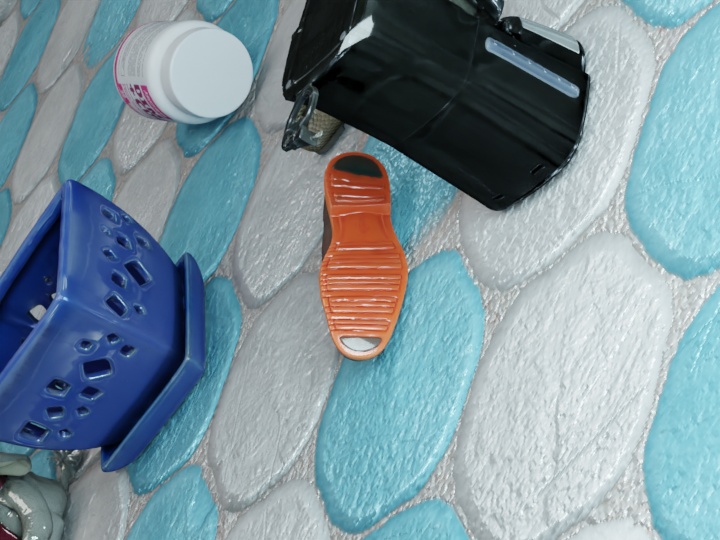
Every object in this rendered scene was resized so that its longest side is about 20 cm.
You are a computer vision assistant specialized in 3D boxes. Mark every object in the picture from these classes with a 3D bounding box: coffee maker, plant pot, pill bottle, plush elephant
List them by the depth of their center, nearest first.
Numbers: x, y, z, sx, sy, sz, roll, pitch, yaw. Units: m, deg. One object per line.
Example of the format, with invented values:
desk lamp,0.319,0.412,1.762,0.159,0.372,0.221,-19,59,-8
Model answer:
coffee maker,0.051,-0.127,1.362,0.135,0.199,0.193,-5,60,66
plant pot,-0.260,0.066,1.848,0.200,0.179,0.201,-50,27,28
plush elephant,-0.391,0.242,1.973,0.164,0.154,0.201,-8,60,62
pill bottle,-0.195,-0.220,2.081,0.114,0.113,0.200,-66,23,-4

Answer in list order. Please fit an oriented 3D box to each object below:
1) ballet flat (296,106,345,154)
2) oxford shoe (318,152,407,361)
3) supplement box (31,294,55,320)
ballet flat,-0.005,-0.190,1.736,0.200,0.046,0.068,-50,28,29
oxford shoe,0.000,0.000,1.537,0.073,0.071,0.201,99,174,-51
supplement box,-0.316,0.037,2.093,0.200,0.101,0.104,4,70,65
